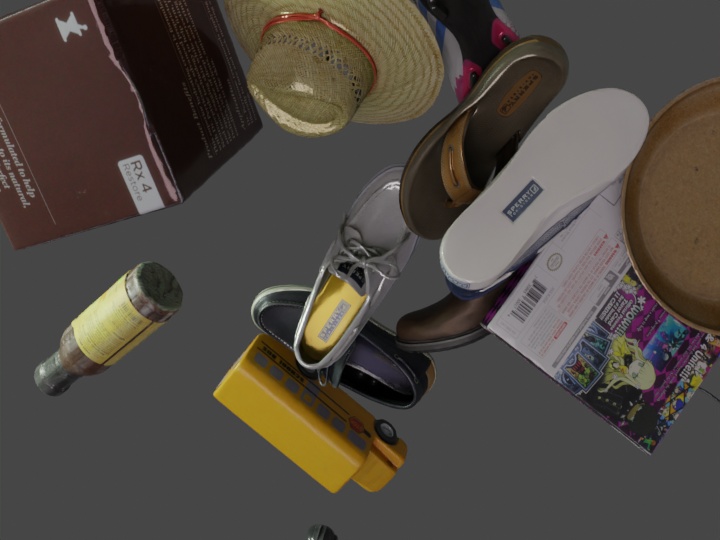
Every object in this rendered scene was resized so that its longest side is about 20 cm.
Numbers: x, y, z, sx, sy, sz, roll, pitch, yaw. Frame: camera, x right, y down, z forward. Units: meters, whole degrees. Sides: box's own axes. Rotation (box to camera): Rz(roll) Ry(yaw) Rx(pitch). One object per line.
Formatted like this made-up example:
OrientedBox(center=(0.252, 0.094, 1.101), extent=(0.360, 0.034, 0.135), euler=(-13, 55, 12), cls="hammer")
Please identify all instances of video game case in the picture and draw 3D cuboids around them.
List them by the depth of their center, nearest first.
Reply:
OrientedBox(center=(0.228, 0.018, 0.736), extent=(0.180, 0.036, 0.202), euler=(35, 90, -5), cls="video game case")

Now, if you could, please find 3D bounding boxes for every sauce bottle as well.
OrientedBox(center=(-0.269, 0.067, 0.916), extent=(0.198, 0.065, 0.065), euler=(-35, 102, 24), cls="sauce bottle")

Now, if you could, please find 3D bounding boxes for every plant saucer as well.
OrientedBox(center=(0.297, -0.050, 0.701), extent=(0.195, 0.035, 0.206), euler=(0, 93, -4), cls="plant saucer")

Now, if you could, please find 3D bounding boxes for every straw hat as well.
OrientedBox(center=(-0.039, -0.155, 0.694), extent=(0.197, 0.086, 0.202), euler=(20, 152, 11), cls="straw hat")

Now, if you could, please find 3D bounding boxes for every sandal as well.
OrientedBox(center=(0.097, -0.095, 0.705), extent=(0.079, 0.055, 0.201), euler=(17, 129, -30), cls="sandal")

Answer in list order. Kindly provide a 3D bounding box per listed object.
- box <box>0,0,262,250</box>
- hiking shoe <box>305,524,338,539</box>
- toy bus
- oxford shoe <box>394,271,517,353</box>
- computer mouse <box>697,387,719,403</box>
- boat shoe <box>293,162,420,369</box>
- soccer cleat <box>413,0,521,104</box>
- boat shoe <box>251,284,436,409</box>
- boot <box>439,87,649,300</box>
OrientedBox(center=(-0.206, -0.145, 0.727), extent=(0.161, 0.201, 0.169), euler=(-13, 110, 19), cls="box")
OrientedBox(center=(-0.082, 0.367, 0.999), extent=(0.098, 0.076, 0.204), euler=(14, 118, 4), cls="hiking shoe")
OrientedBox(center=(-0.047, 0.153, 0.891), extent=(0.199, 0.079, 0.065), euler=(40, 117, -6), cls="toy bus")
OrientedBox(center=(0.112, 0.009, 0.793), extent=(0.197, 0.073, 0.086), euler=(-27, 103, 11), cls="oxford shoe")
OrientedBox(center=(0.335, 0.116, 0.808), extent=(0.197, 0.034, 0.059), euler=(28, 135, 6), cls="computer mouse")
OrientedBox(center=(-0.004, -0.002, 0.776), extent=(0.074, 0.086, 0.204), euler=(32, 97, 2), cls="boat shoe")
OrientedBox(center=(0.091, -0.196, 0.709), extent=(0.069, 0.087, 0.201), euler=(-23, 130, 12), cls="soccer cleat")
OrientedBox(center=(-0.019, 0.075, 0.859), extent=(0.197, 0.062, 0.076), euler=(26, 120, 3), cls="boat shoe")
OrientedBox(center=(0.139, -0.058, 0.696), extent=(0.199, 0.090, 0.073), euler=(-40, 78, -3), cls="boot")
